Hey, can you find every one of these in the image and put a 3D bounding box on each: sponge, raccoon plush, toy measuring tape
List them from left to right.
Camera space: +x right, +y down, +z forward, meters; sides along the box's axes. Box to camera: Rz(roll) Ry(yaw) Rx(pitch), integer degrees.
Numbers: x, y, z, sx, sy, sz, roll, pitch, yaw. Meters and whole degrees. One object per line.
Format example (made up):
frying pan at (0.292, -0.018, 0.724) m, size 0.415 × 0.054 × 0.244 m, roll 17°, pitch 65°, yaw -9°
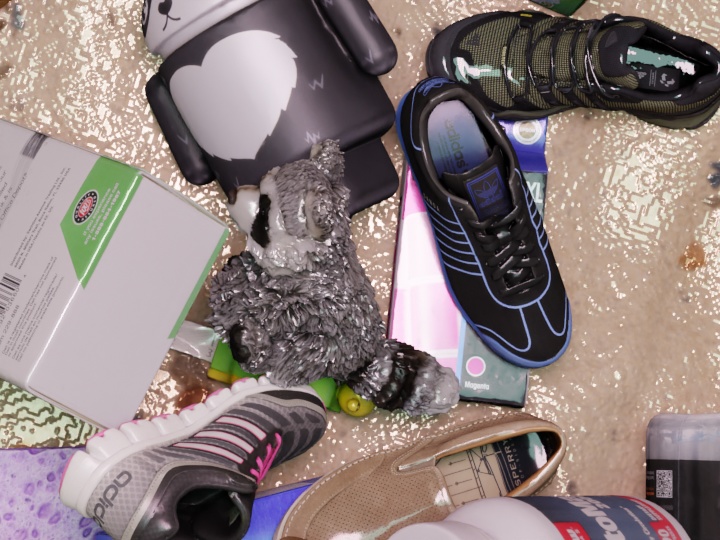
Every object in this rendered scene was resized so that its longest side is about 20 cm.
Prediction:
sponge at (-0.187, 0.168, 1.608) m, size 0.199 × 0.030 × 0.112 m, roll -2°, pitch 87°, yaw -3°
toy measuring tape at (-0.083, 0.052, 1.601) m, size 0.199 × 0.074 × 0.074 m, roll 20°, pitch 86°, yaw -2°
raccoon plush at (0.000, 0.000, 1.537) m, size 0.199 × 0.097 × 0.134 m, roll 15°, pitch 128°, yaw -31°

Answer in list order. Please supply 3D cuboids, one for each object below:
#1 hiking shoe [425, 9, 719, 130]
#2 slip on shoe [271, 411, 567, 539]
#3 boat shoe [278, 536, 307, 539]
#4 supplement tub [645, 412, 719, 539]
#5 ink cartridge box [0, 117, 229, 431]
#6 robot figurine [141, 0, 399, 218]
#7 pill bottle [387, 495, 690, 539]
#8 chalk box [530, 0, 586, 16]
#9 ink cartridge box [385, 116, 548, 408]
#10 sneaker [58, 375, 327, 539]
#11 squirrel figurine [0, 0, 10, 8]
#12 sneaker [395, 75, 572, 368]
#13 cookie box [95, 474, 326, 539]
hiking shoe at (0.143, -0.140, 1.607) m, size 0.199 × 0.101 × 0.076 m, roll 3°, pitch 76°, yaw -5°
slip on shoe at (0.039, 0.141, 1.536) m, size 0.199 × 0.061 × 0.076 m, roll -19°, pitch 88°, yaw -20°
boat shoe at (0.002, 0.241, 1.501) m, size 0.072 × 0.072 × 0.200 m, roll -40°, pitch 116°, yaw 14°
supplement tub at (0.241, 0.190, 1.585) m, size 0.122 × 0.123 × 0.201 m, roll 1°, pitch 86°, yaw -3°
ink cartridge box at (-0.192, -0.002, 1.533) m, size 0.084 × 0.200 × 0.146 m, roll 31°, pitch 84°, yaw -39°
robot figurine at (-0.057, -0.118, 1.585) m, size 0.150 × 0.125 × 0.200 m, roll -28°, pitch 89°, yaw -4°
pill bottle at (0.103, 0.194, 1.493) m, size 0.200 × 0.119 × 0.120 m, roll 4°, pitch 85°, yaw -48°
chalk box at (0.115, -0.245, 1.604) m, size 0.199 × 0.125 × 0.124 m, roll 23°, pitch 85°, yaw 0°
ink cartridge box at (0.070, -0.014, 1.633) m, size 0.094 × 0.037 × 0.201 m, roll 6°, pitch 84°, yaw -3°
sneaker at (-0.084, 0.125, 1.498) m, size 0.087 × 0.200 × 0.074 m, roll 47°, pitch 128°, yaw 24°
squirrel figurine at (-0.328, -0.220, 1.574) m, size 0.200 × 0.142 × 0.187 m, roll -42°, pitch 83°, yaw -7°
sneaker at (0.079, -0.028, 1.574) m, size 0.070 × 0.078 × 0.201 m, roll -28°, pitch 94°, yaw -7°
cookie box at (-0.047, 0.223, 1.568) m, size 0.199 × 0.075 × 0.172 m, roll -13°, pitch 87°, yaw -19°
